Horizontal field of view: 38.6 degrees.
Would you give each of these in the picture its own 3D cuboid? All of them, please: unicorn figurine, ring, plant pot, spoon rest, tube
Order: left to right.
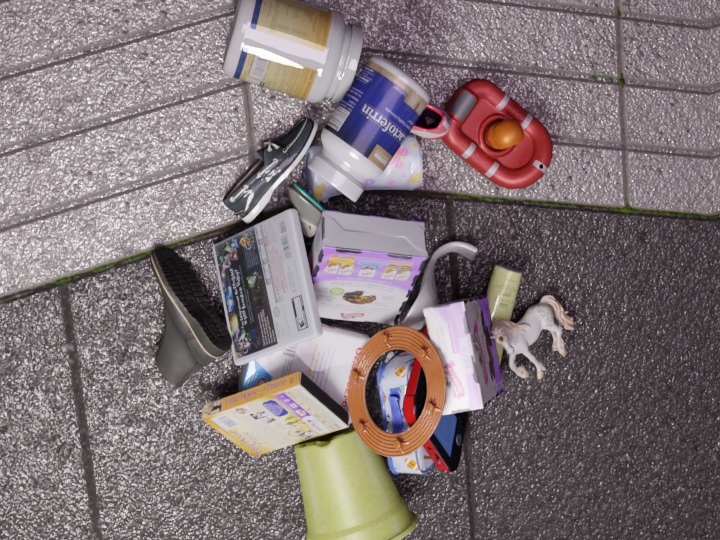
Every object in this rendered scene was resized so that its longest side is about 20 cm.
[{"bbox_3d":[-0.024,0.358,1.711,0.197,0.200,0.188,-18,91,-8],"label":"plant pot"},{"bbox_3d":[0.051,0.188,1.612,0.019,0.199,0.204,13,97,-48],"label":"ring"},{"bbox_3d":[0.119,0.025,1.727,0.060,0.100,0.201,36,65,9],"label":"spoon rest"},{"bbox_3d":[0.231,0.093,1.786,0.057,0.052,0.204,20,101,26],"label":"tube"},{"bbox_3d":[0.287,0.116,1.770,0.200,0.073,0.139,-49,117,-39],"label":"unicorn figurine"}]

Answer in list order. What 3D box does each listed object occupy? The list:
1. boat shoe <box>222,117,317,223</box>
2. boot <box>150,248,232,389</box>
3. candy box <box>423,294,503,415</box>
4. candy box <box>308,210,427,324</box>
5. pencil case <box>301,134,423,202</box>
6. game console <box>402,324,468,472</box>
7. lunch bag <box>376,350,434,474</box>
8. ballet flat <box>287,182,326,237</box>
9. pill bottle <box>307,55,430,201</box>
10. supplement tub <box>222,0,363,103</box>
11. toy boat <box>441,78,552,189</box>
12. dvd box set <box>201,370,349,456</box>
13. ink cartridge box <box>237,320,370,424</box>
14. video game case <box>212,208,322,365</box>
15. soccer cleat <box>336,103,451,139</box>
[{"bbox_3d":[-0.145,-0.171,1.659,0.060,0.076,0.201,36,89,-19],"label":"boat shoe"},{"bbox_3d":[-0.311,0.081,1.668,0.138,0.077,0.202,-39,75,29],"label":"boot"},{"bbox_3d":[0.171,0.133,1.675,0.070,0.200,0.172,-10,88,17],"label":"candy box"},{"bbox_3d":[0.000,0.000,1.645,0.164,0.201,0.073,6,55,-12],"label":"candy box"},{"bbox_3d":[0.005,-0.168,1.683,0.196,0.083,0.093,-9,86,-11],"label":"pencil case"},{"bbox_3d":[0.132,0.215,1.702,0.201,0.030,0.179,58,41,-41],"label":"game console"},{"bbox_3d":[0.085,0.230,1.719,0.074,0.160,0.204,-4,101,28],"label":"lunch bag"},{"bbox_3d":[-0.062,-0.073,1.655,0.064,0.067,0.199,-51,140,7],"label":"ballet flat"},{"bbox_3d":[0.010,-0.215,1.579,0.115,0.116,0.202,33,94,-14],"label":"pill bottle"},{"bbox_3d":[-0.105,-0.348,1.606,0.196,0.144,0.147,16,95,-13],"label":"supplement tub"},{"bbox_3d":[0.233,-0.221,1.697,0.199,0.131,0.132,36,91,-13],"label":"toy boat"},{"bbox_3d":[-0.136,0.235,1.661,0.197,0.030,0.146,-22,135,26],"label":"dvd box set"},{"bbox_3d":[-0.092,0.156,1.711,0.196,0.085,0.148,14,96,-11],"label":"ink cartridge box"},{"bbox_3d":[-0.149,0.028,1.622,0.180,0.023,0.204,-21,76,35],"label":"video game case"},{"bbox_3d":[0.053,-0.263,1.663,0.196,0.076,0.068,20,87,6],"label":"soccer cleat"}]
